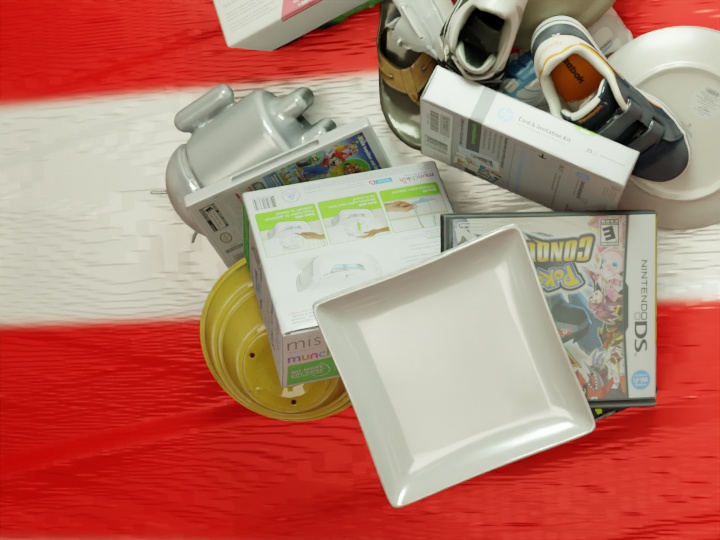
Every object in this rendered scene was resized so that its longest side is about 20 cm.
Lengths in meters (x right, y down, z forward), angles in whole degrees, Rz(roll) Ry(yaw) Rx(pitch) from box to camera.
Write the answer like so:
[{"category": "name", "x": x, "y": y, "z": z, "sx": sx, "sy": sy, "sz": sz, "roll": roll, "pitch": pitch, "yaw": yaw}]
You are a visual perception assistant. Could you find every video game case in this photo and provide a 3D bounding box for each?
[{"category": "video game case", "x": 0.173, "y": 0.037, "z": 1.289, "sx": 0.199, "sy": 0.026, "sz": 0.182, "roll": -1, "pitch": 96, "yaw": -6}, {"category": "video game case", "x": -0.059, "y": -0.066, "z": 1.429, "sx": 0.199, "sy": 0.143, "sz": 0.018, "roll": -23, "pitch": 48, "yaw": 7}]

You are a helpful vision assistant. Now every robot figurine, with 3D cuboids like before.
[{"category": "robot figurine", "x": -0.120, "y": -0.108, "z": 1.462, "sx": 0.200, "sy": 0.113, "sz": 0.170, "roll": -33, "pitch": 95, "yaw": 16}]

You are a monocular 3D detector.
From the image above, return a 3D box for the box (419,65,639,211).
[{"category": "box", "x": 0.153, "y": -0.110, "z": 1.323, "sx": 0.199, "sy": 0.156, "sz": 0.041, "roll": 25, "pitch": 79, "yaw": 9}]

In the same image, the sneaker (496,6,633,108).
[{"category": "sneaker", "x": 0.185, "y": -0.184, "z": 1.393, "sx": 0.087, "sy": 0.075, "sz": 0.200, "roll": 40, "pitch": 117, "yaw": -19}]

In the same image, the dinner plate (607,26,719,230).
[{"category": "dinner plate", "x": 0.309, "y": -0.133, "z": 1.357, "sx": 0.199, "sy": 0.024, "sz": 0.201, "roll": 3, "pitch": 107, "yaw": 8}]

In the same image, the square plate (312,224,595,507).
[{"category": "square plate", "x": 0.083, "y": 0.085, "z": 1.258, "sx": 0.197, "sy": 0.028, "sz": 0.201, "roll": -22, "pitch": 95, "yaw": 2}]

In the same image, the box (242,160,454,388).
[{"category": "box", "x": 0.000, "y": 0.000, "z": 1.364, "sx": 0.199, "sy": 0.097, "sz": 0.177, "roll": -11, "pitch": 54, "yaw": -12}]

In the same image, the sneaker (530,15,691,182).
[{"category": "sneaker", "x": 0.229, "y": -0.141, "z": 1.300, "sx": 0.200, "sy": 0.080, "sz": 0.078, "roll": 41, "pitch": 119, "yaw": -17}]

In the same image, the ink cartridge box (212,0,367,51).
[{"category": "ink cartridge box", "x": -0.087, "y": -0.338, "z": 1.400, "sx": 0.145, "sy": 0.085, "sz": 0.201, "roll": -22, "pitch": 83, "yaw": 29}]

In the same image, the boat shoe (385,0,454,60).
[{"category": "boat shoe", "x": 0.055, "y": -0.252, "z": 1.371, "sx": 0.068, "sy": 0.072, "sz": 0.200, "roll": -26, "pitch": 121, "yaw": 9}]

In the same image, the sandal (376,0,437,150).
[{"category": "sandal", "x": 0.052, "y": -0.221, "z": 1.434, "sx": 0.081, "sy": 0.055, "sz": 0.201, "roll": -1, "pitch": 94, "yaw": 17}]

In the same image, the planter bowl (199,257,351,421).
[{"category": "planter bowl", "x": -0.071, "y": 0.083, "z": 1.443, "sx": 0.199, "sy": 0.084, "sz": 0.201, "roll": 1, "pitch": 112, "yaw": 2}]

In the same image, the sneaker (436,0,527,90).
[{"category": "sneaker", "x": 0.102, "y": -0.201, "z": 1.288, "sx": 0.074, "sy": 0.200, "sz": 0.089, "roll": 20, "pitch": 58, "yaw": 4}]

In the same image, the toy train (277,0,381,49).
[{"category": "toy train", "x": -0.029, "y": -0.280, "z": 1.445, "sx": 0.199, "sy": 0.042, "sz": 0.057, "roll": -19, "pitch": 84, "yaw": 26}]

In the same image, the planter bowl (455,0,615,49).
[{"category": "planter bowl", "x": 0.144, "y": -0.324, "z": 1.317, "sx": 0.200, "sy": 0.135, "sz": 0.201, "roll": -14, "pitch": 67, "yaw": 36}]

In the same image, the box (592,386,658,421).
[{"category": "box", "x": 0.172, "y": 0.070, "z": 1.426, "sx": 0.193, "sy": 0.048, "sz": 0.201, "roll": -26, "pitch": 86, "yaw": 14}]
